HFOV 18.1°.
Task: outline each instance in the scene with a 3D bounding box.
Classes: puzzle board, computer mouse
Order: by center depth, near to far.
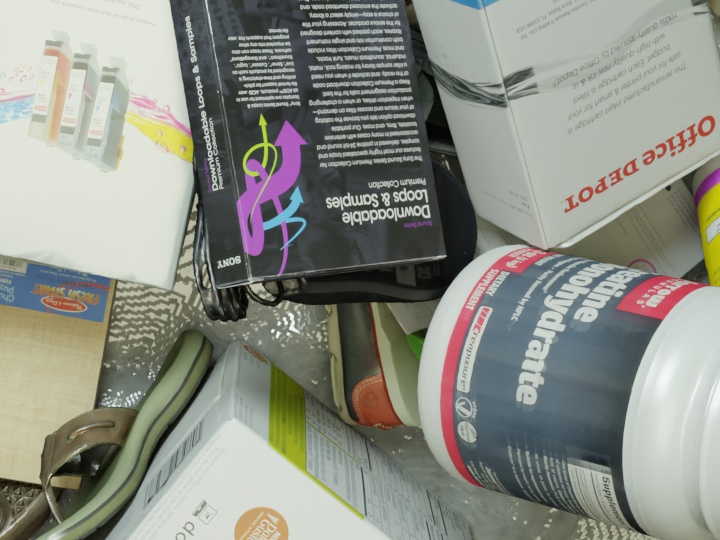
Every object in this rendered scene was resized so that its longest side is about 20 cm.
[{"bbox_3d":[-0.021,-0.030,1.266,0.199,0.053,0.139,8,76,-39],"label":"computer mouse"},{"bbox_3d":[-0.255,0.043,1.370,0.199,0.017,0.151,10,84,-5],"label":"puzzle board"}]

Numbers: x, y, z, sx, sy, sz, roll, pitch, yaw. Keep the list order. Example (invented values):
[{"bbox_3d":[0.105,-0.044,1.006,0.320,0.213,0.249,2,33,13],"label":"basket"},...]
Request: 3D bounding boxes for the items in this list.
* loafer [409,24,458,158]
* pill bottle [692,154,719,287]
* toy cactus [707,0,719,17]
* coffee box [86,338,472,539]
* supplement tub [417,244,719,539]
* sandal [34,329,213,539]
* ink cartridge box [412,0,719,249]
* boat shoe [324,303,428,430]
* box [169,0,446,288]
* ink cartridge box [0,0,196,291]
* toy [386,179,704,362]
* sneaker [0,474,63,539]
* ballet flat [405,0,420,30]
[{"bbox_3d":[0.018,-0.106,1.306,0.200,0.071,0.068,11,133,-33],"label":"loafer"},{"bbox_3d":[0.258,0.024,1.317,0.104,0.104,0.201,-5,64,-2],"label":"pill bottle"},{"bbox_3d":[0.254,-0.219,1.321,0.200,0.102,0.165,38,133,12],"label":"toy cactus"},{"bbox_3d":[-0.060,0.194,1.329,0.198,0.200,0.200,39,97,-9],"label":"coffee box"},{"bbox_3d":[0.145,0.069,1.238,0.199,0.140,0.141,13,102,36],"label":"supplement tub"},{"bbox_3d":[-0.155,0.104,1.333,0.057,0.201,0.080,39,139,-9],"label":"sandal"},{"bbox_3d":[0.116,-0.137,1.268,0.146,0.086,0.201,-30,123,-22],"label":"ink cartridge box"},{"bbox_3d":[0.000,0.000,1.368,0.062,0.071,0.201,-2,104,38],"label":"boat shoe"},{"bbox_3d":[-0.030,-0.095,1.213,0.143,0.036,0.201,-6,84,-41],"label":"box"},{"bbox_3d":[-0.155,-0.106,1.299,0.144,0.145,0.201,13,99,-6],"label":"ink cartridge box"},{"bbox_3d":[0.108,-0.005,1.369,0.200,0.047,0.115,-38,102,-18],"label":"toy"},{"bbox_3d":[-0.261,0.186,1.394,0.200,0.076,0.070,-38,55,-11],"label":"sneaker"},{"bbox_3d":[0.101,-0.200,1.343,0.200,0.069,0.070,-35,100,6],"label":"ballet flat"}]
